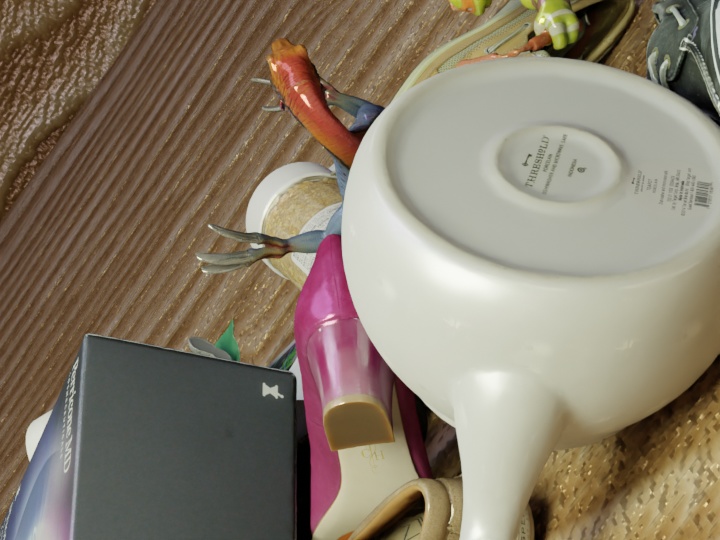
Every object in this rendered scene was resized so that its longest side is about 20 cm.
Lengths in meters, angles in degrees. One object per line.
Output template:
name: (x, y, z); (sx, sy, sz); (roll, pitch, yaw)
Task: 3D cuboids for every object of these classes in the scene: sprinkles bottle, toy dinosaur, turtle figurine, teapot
sprinkles bottle: (0.000, 0.000, 1.255); (0.068, 0.068, 0.200); (-55, 31, 3)
toy dinosaur: (0.011, -0.064, 1.086); (0.182, 0.198, 0.106); (102, 158, -78)
turtle figurine: (0.112, -0.186, 1.296); (0.160, 0.065, 0.200); (-20, 24, -2)
teapot: (0.081, 0.007, 1.003); (0.197, 0.199, 0.147); (46, 146, 39)

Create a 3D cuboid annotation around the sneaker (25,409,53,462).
sneaker: (-0.098, 0.095, 1.299); (0.084, 0.073, 0.199); (-32, -16, 29)

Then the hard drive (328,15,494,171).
hard drive: (0.048, -0.099, 1.437); (0.200, 0.025, 0.132); (-43, 12, -15)

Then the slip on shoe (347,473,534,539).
slip on shoe: (-0.001, 0.159, 1.069); (0.200, 0.060, 0.077); (-39, 48, 38)

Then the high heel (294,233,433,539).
high heel: (-0.001, 0.073, 1.098); (0.201, 0.067, 0.097); (72, -170, -55)

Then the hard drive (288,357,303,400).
hard drive: (0.022, 0.021, 1.318); (0.132, 0.027, 0.201); (-13, 41, 55)

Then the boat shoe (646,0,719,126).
boat shoe: (0.172, -0.095, 1.060); (0.071, 0.072, 0.200); (-29, 13, 16)

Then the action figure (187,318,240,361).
action figure: (-0.129, 0.140, 1.491); (0.118, 0.054, 0.201); (-83, 14, -59)

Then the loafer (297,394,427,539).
loafer: (-0.032, 0.102, 1.211); (0.073, 0.072, 0.200); (-20, -18, -35)

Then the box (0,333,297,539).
box: (-0.117, 0.174, 1.144); (0.199, 0.122, 0.201); (121, 155, -47)

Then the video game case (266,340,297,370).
video game case: (-0.039, 0.096, 1.416); (0.200, 0.023, 0.183); (-45, 19, 39)

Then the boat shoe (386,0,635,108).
boat shoe: (0.088, -0.112, 1.311); (0.076, 0.072, 0.200); (5, 45, 51)
